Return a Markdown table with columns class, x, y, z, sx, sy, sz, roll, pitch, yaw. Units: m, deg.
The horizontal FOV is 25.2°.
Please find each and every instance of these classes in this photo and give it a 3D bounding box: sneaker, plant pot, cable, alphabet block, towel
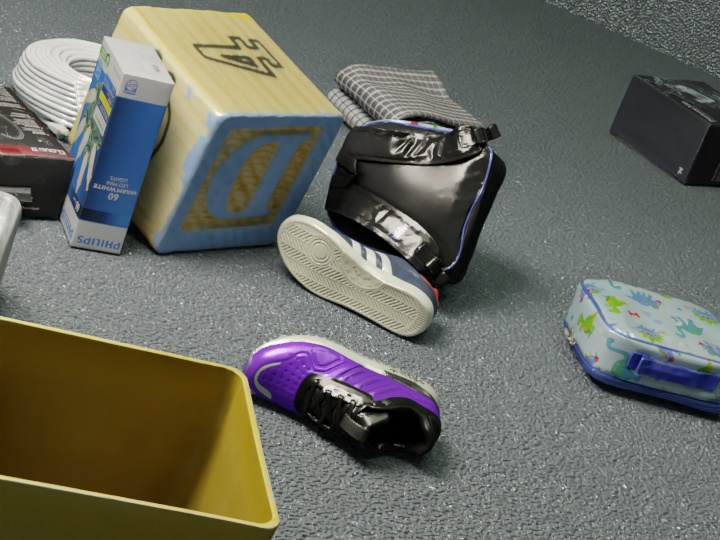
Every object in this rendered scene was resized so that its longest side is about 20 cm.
| class | x | y | z | sx | sy | sz | roll | pitch | yaw |
| --- | --- | --- | --- | --- | --- | --- | --- | --- | --- |
| sneaker | 0.000 | 0.000 | 1.801 | 0.200 | 0.075 | 0.085 | 35 | 26 | 7 |
| sneaker | -0.013 | 0.124 | 1.512 | 0.199 | 0.070 | 0.100 | 16 | 26 | -11 |
| plant pot | -0.189 | 0.172 | 1.113 | 0.199 | 0.177 | 0.200 | 14 | 24 | -18 |
| cable | -0.336 | -0.228 | 2.011 | 0.200 | 0.070 | 0.200 | 35 | 26 | 29 |
| alphabet block | -0.175 | -0.159 | 1.804 | 0.196 | 0.196 | 0.200 | -4 | 43 | -48 |
| towel | 0.072 | -0.231 | 2.355 | 0.199 | 0.086 | 0.166 | 0 | 31 | -41 |

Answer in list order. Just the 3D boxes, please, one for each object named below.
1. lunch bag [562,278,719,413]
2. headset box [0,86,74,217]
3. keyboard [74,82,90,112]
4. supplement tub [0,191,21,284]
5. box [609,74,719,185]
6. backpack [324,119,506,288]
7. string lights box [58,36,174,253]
| class | x | y | z | sx | sy | sz | roll | pitch | yaw |
| --- | --- | --- | --- | --- | --- | --- | --- | --- | --- |
| lunch bag | 0.343 | 0.088 | 1.886 | 0.199 | 0.083 | 0.161 | 14 | 23 | -17 |
| headset box | -0.410 | -0.128 | 1.716 | 0.148 | 0.078 | 0.200 | 0 | 31 | -39 |
| keyboard | -0.251 | -0.193 | 1.937 | 0.199 | 0.011 | 0.057 | 0 | 67 | -37 |
| supplement tub | -0.416 | -0.037 | 1.450 | 0.199 | 0.123 | 0.123 | 17 | 23 | -9 |
| box | 0.576 | -0.240 | 2.777 | 0.199 | 0.118 | 0.197 | -1 | 31 | -40 |
| backpack | 0.062 | -0.089 | 1.912 | 0.190 | 0.201 | 0.154 | 20 | -9 | 17 |
| string lights box | -0.260 | -0.131 | 1.693 | 0.059 | 0.201 | 0.103 | 10 | 24 | -26 |
